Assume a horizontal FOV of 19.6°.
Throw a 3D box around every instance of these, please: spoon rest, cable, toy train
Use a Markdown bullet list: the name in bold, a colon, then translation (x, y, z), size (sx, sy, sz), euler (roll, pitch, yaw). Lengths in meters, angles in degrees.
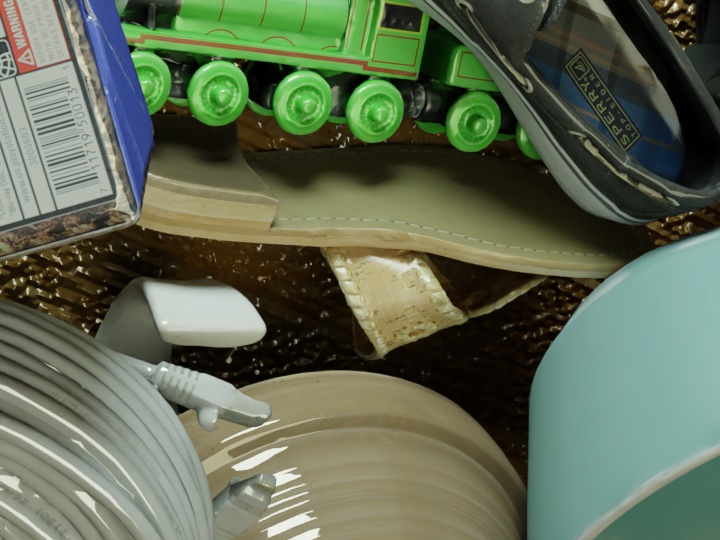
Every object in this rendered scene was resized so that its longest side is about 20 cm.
- **spoon rest**: translation (-0.088, 0.077, 0.777), size (0.099, 0.061, 0.200), euler (4, 129, -27)
- **cable**: translation (-0.144, 0.094, 0.637), size (0.199, 0.069, 0.200), euler (25, 117, -17)
- **toy train**: translation (-0.006, -0.076, 0.732), size (0.199, 0.042, 0.057), euler (5, 106, -28)

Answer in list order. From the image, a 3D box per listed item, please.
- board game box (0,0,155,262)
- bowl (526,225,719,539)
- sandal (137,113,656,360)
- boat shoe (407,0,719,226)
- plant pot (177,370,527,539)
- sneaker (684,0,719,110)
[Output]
- **board game box**: translation (-0.173, -0.071, 0.556), size (0.199, 0.097, 0.160), euler (-15, 105, 1)
- **bowl**: translation (0.140, 0.057, 0.755), size (0.200, 0.105, 0.201), euler (-13, 146, -9)
- **sandal**: translation (-0.001, -0.003, 0.759), size (0.211, 0.078, 0.070), euler (9, 119, -21)
- **boat shoe**: translation (0.061, -0.094, 0.707), size (0.070, 0.066, 0.200), euler (-44, 111, -21)
- **plant pot**: translation (-0.013, 0.143, 0.742), size (0.200, 0.093, 0.202), euler (-13, 123, -20)
- **sneaker**: translation (0.177, -0.053, 0.787), size (0.111, 0.077, 0.201), euler (-13, 100, -20)
